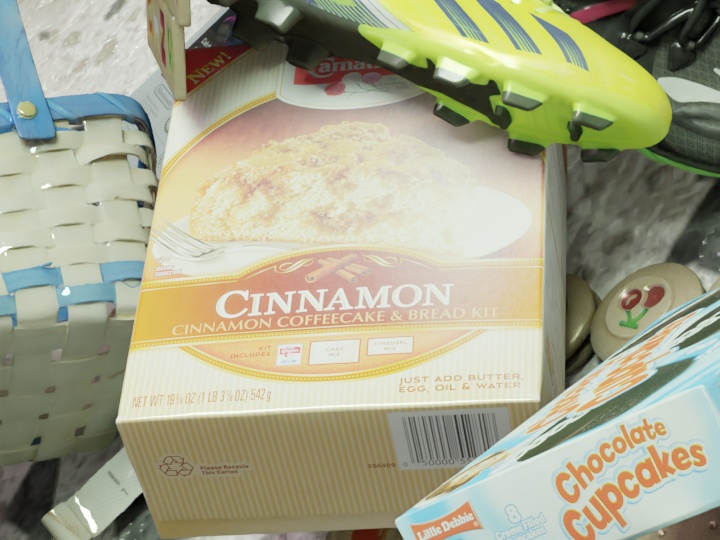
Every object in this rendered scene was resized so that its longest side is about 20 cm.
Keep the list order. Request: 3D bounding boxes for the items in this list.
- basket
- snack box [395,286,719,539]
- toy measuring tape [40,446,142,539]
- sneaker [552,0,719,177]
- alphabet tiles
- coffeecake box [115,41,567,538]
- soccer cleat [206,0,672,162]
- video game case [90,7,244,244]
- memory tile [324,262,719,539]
[{"bbox_3d":[-0.163,-0.022,1.054,0.200,0.139,0.176,65,151,27],"label":"basket"},{"bbox_3d":[0.108,0.037,0.738,0.116,0.037,0.200,-29,1,36],"label":"snack box"},{"bbox_3d":[-0.064,0.048,0.999,0.200,0.074,0.074,-42,36,4],"label":"toy measuring tape"},{"bbox_3d":[0.104,-0.115,0.899,0.077,0.200,0.084,-44,5,-17],"label":"sneaker"},{"bbox_3d":[-0.082,-0.162,0.947,0.006,0.167,0.200,-4,15,-9],"label":"alphabet tiles"},{"bbox_3d":[0.000,0.000,0.910,0.153,0.073,0.200,-4,46,9],"label":"coffeecake box"},{"bbox_3d":[0.033,-0.103,0.892,0.200,0.065,0.084,23,76,25],"label":"soccer cleat"},{"bbox_3d":[-0.055,-0.062,1.143,0.182,0.023,0.200,-44,35,3],"label":"video game case"},{"bbox_3d":[0.076,0.061,0.898,0.200,0.017,0.153,-7,51,40],"label":"memory tile"}]
